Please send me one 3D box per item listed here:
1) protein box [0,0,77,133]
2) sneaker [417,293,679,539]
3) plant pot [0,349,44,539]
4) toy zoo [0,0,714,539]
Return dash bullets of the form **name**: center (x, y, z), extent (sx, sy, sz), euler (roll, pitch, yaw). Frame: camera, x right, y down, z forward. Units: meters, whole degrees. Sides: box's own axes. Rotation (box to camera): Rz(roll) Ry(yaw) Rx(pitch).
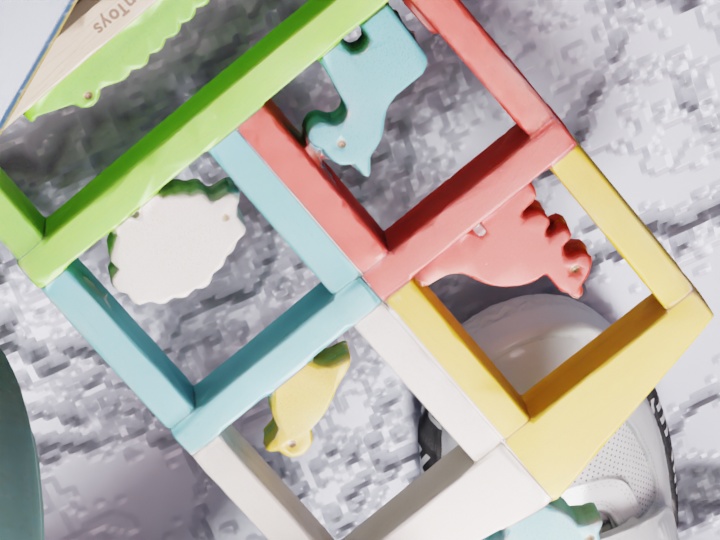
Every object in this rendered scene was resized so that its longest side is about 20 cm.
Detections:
- **protein box**: center (-0.155, -0.113, 0.559), extent (0.198, 0.135, 0.200), euler (22, 111, -29)
- **sneaker**: center (0.075, 0.108, 0.789), extent (0.075, 0.115, 0.201), euler (-19, 125, -8)
- **plant pot**: center (-0.189, 0.072, 0.632), extent (0.195, 0.200, 0.201), euler (9, 117, -29)
- **toy zoo**: center (0.000, 0.000, 0.718), extent (0.131, 0.020, 0.200), euler (-39, 107, 7)
